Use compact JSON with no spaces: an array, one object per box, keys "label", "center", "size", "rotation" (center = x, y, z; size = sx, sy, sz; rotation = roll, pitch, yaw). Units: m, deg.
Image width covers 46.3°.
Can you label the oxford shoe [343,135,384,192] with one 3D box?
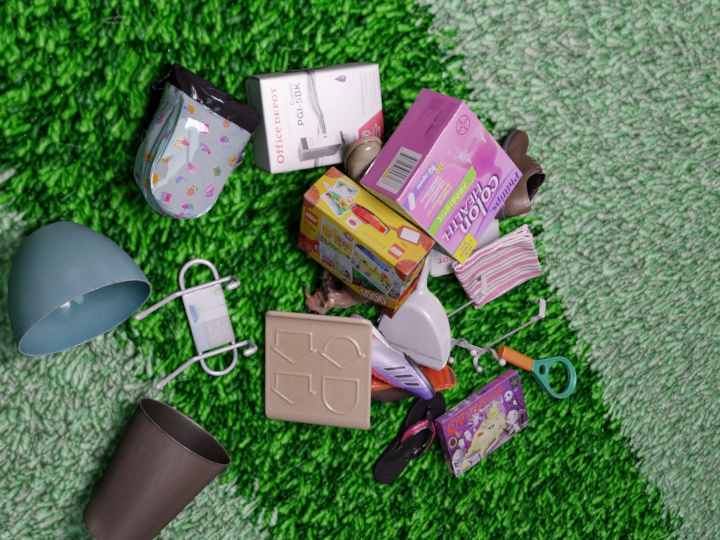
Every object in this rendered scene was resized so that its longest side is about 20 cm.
[{"label":"oxford shoe","center":[0.018,-0.133,1.328],"size":[0.070,0.075,0.201],"rotation":[-16,151,-4]}]

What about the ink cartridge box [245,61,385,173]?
[{"label":"ink cartridge box","center":[-0.069,-0.241,1.320],"size":[0.197,0.083,0.150],"rotation":[-13,108,-20]}]

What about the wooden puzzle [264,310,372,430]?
[{"label":"wooden puzzle","center":[-0.069,0.163,1.409],"size":[0.182,0.046,0.204],"rotation":[5,108,11]}]

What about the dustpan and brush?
[{"label":"dustpan and brush","center":[0.097,0.058,1.432],"size":[0.057,0.138,0.203],"rotation":[-45,145,-46]}]

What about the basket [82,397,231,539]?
[{"label":"basket","center":[-0.333,0.334,1.332],"size":[0.179,0.136,0.201],"rotation":[36,92,-22]}]

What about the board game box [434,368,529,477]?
[{"label":"board game box","center":[0.232,0.285,1.586],"size":[0.198,0.032,0.122],"rotation":[-29,109,-27]}]

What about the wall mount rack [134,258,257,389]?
[{"label":"wall mount rack","center":[-0.261,0.092,1.329],"size":[0.171,0.074,0.204],"rotation":[-18,108,-17]}]

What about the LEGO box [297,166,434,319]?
[{"label":"LEGO box","center":[0.004,-0.041,1.310],"size":[0.199,0.150,0.077],"rotation":[37,62,13]}]

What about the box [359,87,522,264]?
[{"label":"box","center":[0.128,-0.142,1.296],"size":[0.177,0.096,0.200],"rotation":[-55,134,-4]}]

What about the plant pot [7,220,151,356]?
[{"label":"plant pot","center":[-0.417,0.012,1.199],"size":[0.198,0.200,0.136],"rotation":[-29,78,-13]}]

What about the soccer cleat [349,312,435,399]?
[{"label":"soccer cleat","center":[0.041,0.161,1.435],"size":[0.199,0.068,0.073],"rotation":[42,74,7]}]

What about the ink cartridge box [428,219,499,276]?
[{"label":"ink cartridge box","center":[0.156,-0.108,1.446],"size":[0.144,0.083,0.204],"rotation":[-13,107,-20]}]

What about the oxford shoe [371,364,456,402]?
[{"label":"oxford shoe","center":[0.074,0.196,1.503],"size":[0.196,0.072,0.073],"rotation":[5,141,-18]}]

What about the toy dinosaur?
[{"label":"toy dinosaur","center":[0.000,0.000,1.415],"size":[0.134,0.086,0.202],"rotation":[32,77,-2]}]

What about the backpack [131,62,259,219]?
[{"label":"backpack","center":[-0.253,-0.179,1.237],"size":[0.165,0.126,0.202],"rotation":[27,95,-29]}]

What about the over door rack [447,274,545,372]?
[{"label":"over door rack","center":[0.211,0.107,1.482],"size":[0.146,0.067,0.200],"rotation":[20,134,-25]}]

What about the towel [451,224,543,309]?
[{"label":"towel","center":[0.243,0.002,1.464],"size":[0.145,0.030,0.200],"rotation":[-28,152,6]}]

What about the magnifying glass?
[{"label":"magnifying glass","center":[0.341,0.188,1.617],"size":[0.198,0.022,0.081],"rotation":[24,74,-27]}]

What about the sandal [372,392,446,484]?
[{"label":"sandal","center":[0.099,0.313,1.549],"size":[0.075,0.045,0.201],"rotation":[36,88,-25]}]

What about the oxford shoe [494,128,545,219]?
[{"label":"oxford shoe","center":[0.278,-0.166,1.441],"size":[0.073,0.083,0.202],"rotation":[64,31,-46]}]
